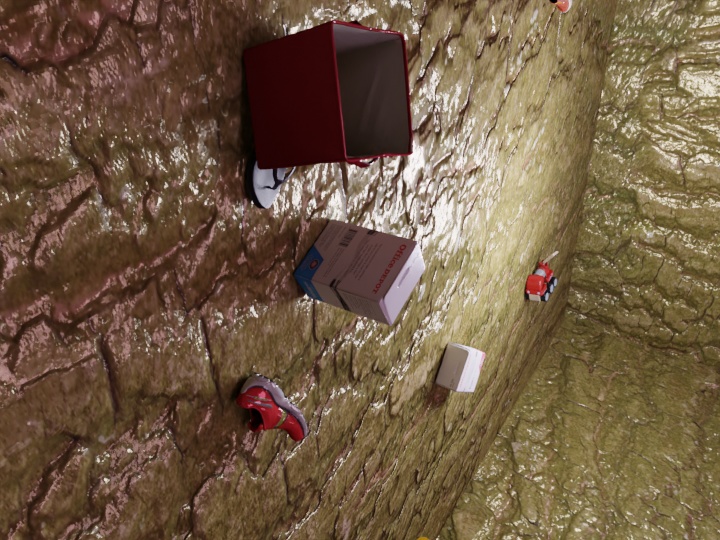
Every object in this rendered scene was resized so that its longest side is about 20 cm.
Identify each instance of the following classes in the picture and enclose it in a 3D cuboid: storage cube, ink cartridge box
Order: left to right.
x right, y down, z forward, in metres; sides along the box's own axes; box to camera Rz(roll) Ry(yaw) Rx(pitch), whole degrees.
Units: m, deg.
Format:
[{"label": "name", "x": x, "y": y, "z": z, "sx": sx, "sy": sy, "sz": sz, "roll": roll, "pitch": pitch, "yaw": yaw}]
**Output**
[{"label": "storage cube", "x": -0.044, "y": -0.250, "z": 0.835, "sx": 0.170, "sy": 0.179, "sz": 0.202, "roll": -19, "pitch": 106, "yaw": -49}, {"label": "ink cartridge box", "x": 0.000, "y": 0.000, "z": 1.058, "sx": 0.147, "sy": 0.199, "sz": 0.085, "roll": -56, "pitch": 146, "yaw": -25}, {"label": "ink cartridge box", "x": 0.341, "y": 0.328, "z": 1.905, "sx": 0.200, "sy": 0.082, "sz": 0.148, "roll": 24, "pitch": 85, "yaw": -60}]

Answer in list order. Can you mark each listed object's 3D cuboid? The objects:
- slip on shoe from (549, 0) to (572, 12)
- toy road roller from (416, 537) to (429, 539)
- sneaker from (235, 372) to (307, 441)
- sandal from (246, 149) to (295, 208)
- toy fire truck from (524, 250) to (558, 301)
[{"label": "slip on shoe", "x": 0.621, "y": -0.870, "z": 1.780, "sx": 0.061, "sy": 0.074, "sz": 0.200, "roll": -42, "pitch": 162, "yaw": 18}, {"label": "toy road roller", "x": 0.200, "y": 1.095, "z": 2.064, "sx": 0.201, "sy": 0.144, "sz": 0.124, "roll": -95, "pitch": -179, "yaw": -59}, {"label": "sneaker", "x": -0.171, "y": 0.271, "z": 1.055, "sx": 0.085, "sy": 0.077, "sz": 0.201, "roll": -51, "pitch": 134, "yaw": -23}, {"label": "sandal", "x": -0.125, "y": -0.195, "z": 0.906, "sx": 0.076, "sy": 0.043, "sz": 0.202, "roll": 34, "pitch": 75, "yaw": -59}, {"label": "toy fire truck", "x": 0.808, "y": 0.016, "z": 2.497, "sx": 0.176, "sy": 0.128, "sz": 0.201, "roll": -43, "pitch": 127, "yaw": -39}]
